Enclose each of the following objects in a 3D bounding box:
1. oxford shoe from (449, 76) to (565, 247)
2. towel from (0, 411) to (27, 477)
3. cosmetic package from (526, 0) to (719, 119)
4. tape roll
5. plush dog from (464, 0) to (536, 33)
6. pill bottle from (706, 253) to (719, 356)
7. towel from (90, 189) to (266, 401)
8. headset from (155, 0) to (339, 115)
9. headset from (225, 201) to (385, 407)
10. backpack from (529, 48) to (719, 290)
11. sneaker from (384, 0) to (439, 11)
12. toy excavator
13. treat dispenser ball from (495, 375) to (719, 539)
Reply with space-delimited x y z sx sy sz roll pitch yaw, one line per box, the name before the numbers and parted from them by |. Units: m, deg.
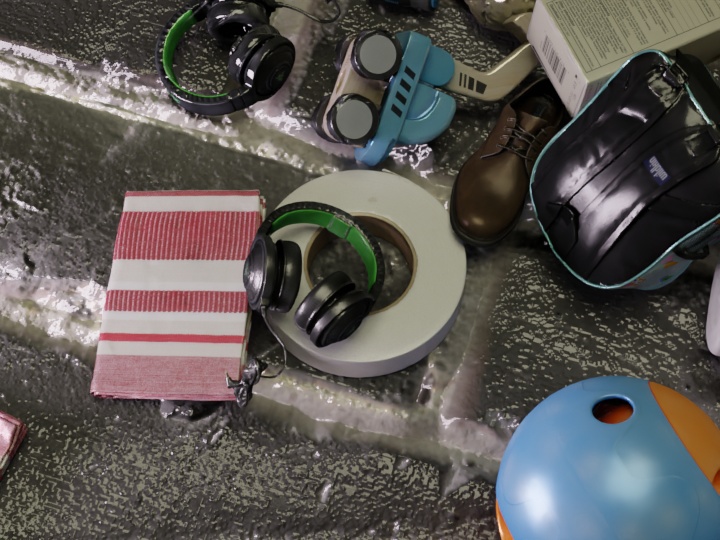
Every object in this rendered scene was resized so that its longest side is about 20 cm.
oxford shoe | 0.139 -0.110 1.394 0.072 0.085 0.201 25 58 4
towel | -0.395 0.191 1.269 0.142 0.023 0.202 20 64 10
cosmetic package | 0.268 -0.233 1.390 0.198 0.071 0.106 -21 70 -12
tape roll | 0.000 0.000 1.375 0.199 0.037 0.205 0 62 -1
plush dog | 0.172 -0.320 1.484 0.200 0.160 0.173 40 108 28
pill bottle | 0.418 0.038 1.321 0.197 0.111 0.112 10 63 4
towel | -0.164 0.021 1.347 0.142 0.023 0.203 1 67 13
headset | -0.110 -0.237 1.455 0.198 0.094 0.125 -26 66 -2
headset | -0.056 0.028 1.306 0.122 0.094 0.201 29 48 1
backpack | 0.262 -0.080 1.342 0.200 0.153 0.177 -41 68 26
sneaker | 0.051 -0.366 1.545 0.081 0.073 0.202 6 62 4
toy excavator | 0.075 -0.181 1.430 0.198 0.100 0.197 21 90 -15
treat dispenser ball | 0.208 0.187 1.189 0.198 0.202 0.203 0 62 -1
